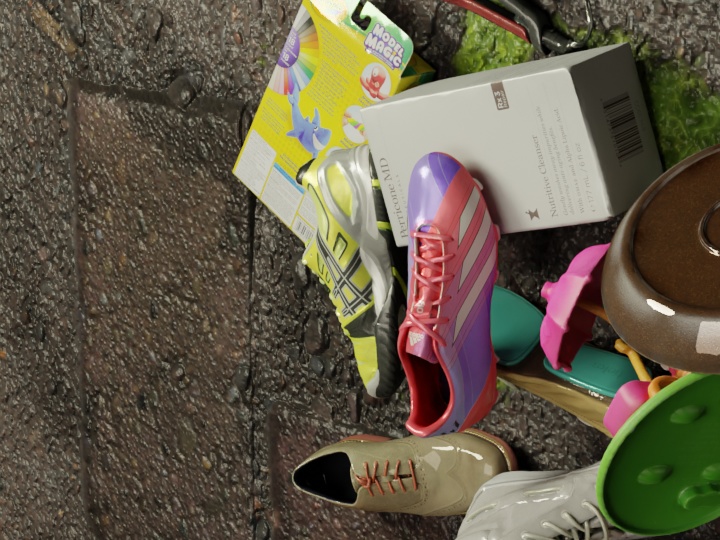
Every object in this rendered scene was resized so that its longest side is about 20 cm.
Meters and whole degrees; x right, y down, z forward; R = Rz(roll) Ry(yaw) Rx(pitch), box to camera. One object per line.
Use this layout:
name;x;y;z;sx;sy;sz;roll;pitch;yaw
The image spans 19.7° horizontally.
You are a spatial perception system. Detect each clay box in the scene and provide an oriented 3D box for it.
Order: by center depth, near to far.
clay box;-0.018;-0.125;1.602;0.115;0.048;0.200;44;125;27

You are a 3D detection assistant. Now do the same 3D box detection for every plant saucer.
plant saucer;0.241;-0.021;1.291;0.200;0.200;0.032;15;147;40

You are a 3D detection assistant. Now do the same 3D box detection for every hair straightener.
hair straightener;0.090;-0.217;1.482;0.200;0.041;0.077;37;123;31

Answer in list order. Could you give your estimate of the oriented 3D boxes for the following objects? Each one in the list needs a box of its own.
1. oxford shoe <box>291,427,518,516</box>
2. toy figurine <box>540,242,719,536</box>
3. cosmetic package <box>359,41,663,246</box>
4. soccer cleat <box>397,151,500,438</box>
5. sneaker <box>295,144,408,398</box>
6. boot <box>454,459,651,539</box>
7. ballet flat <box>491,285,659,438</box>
oxford shoe;0.033;0.162;1.601;0.200;0.075;0.071;-10;90;43
toy figurine;0.204;0.057;1.376;0.184;0.199;0.150;59;139;43
cosmetic package;0.106;-0.087;1.465;0.200;0.081;0.113;-10;101;43
soccer cleat;0.056;0.019;1.445;0.067;0.076;0.201;9;113;39
sneaker;0.000;0.000;1.575;0.076;0.075;0.201;0;107;20
boot;0.153;0.185;1.461;0.200;0.096;0.074;-15;114;38
ballet flat;0.133;0.072;1.498;0.200;0.069;0.063;29;147;38
